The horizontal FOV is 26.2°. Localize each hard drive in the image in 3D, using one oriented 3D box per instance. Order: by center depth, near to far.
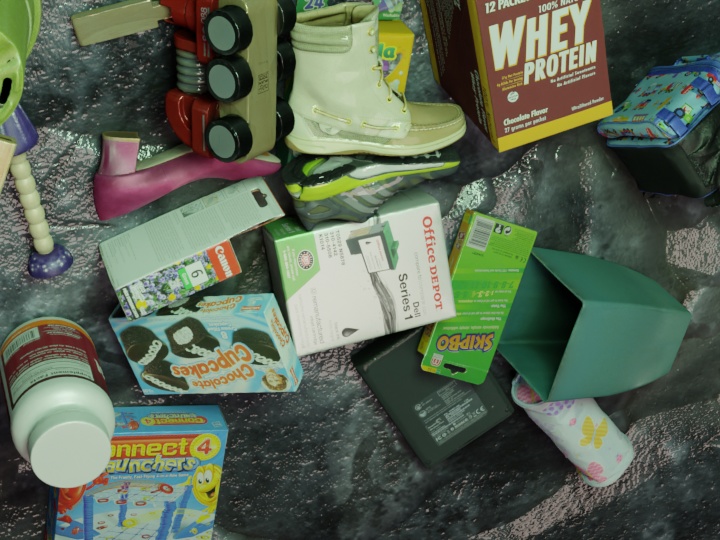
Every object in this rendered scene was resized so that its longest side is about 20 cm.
[{"bbox_3d":[0.093,0.144,1.944,0.139,0.033,0.200,-33,124,0],"label":"hard drive"}]

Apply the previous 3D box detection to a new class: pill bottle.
[{"bbox_3d":[-0.330,0.145,1.687,0.112,0.200,0.114,-9,122,-15],"label":"pill bottle"}]

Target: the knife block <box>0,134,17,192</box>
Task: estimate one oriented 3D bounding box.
[{"bbox_3d":[-0.416,-0.031,1.561,0.064,0.176,0.200,14,152,-27],"label":"knife block"}]

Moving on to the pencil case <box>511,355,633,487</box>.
[{"bbox_3d":[0.276,0.196,2.010,0.083,0.091,0.200,-49,125,-10],"label":"pencil case"}]

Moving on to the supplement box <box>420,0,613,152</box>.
[{"bbox_3d":[0.156,-0.268,1.630,0.132,0.200,0.198,-19,123,-9],"label":"supplement box"}]

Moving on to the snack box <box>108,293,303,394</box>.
[{"bbox_3d":[-0.173,0.085,1.747,0.199,0.037,0.117,-3,127,23],"label":"snack box"}]

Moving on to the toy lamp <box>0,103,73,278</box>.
[{"bbox_3d":[-0.352,-0.087,1.634,0.058,0.058,0.201,-19,124,-9],"label":"toy lamp"}]

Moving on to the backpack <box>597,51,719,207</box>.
[{"bbox_3d":[0.401,-0.184,1.788,0.200,0.182,0.135,-43,108,-10],"label":"backpack"}]

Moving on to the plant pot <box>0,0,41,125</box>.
[{"bbox_3d":[-0.392,-0.215,1.466,0.199,0.190,0.201,-9,121,-14],"label":"plant pot"}]

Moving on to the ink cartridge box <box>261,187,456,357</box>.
[{"bbox_3d":[0.000,0.000,1.778,0.199,0.084,0.147,-14,107,-11],"label":"ink cartridge box"}]

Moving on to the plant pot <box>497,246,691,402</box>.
[{"bbox_3d":[0.297,0.066,1.917,0.199,0.141,0.142,2,118,-29],"label":"plant pot"}]

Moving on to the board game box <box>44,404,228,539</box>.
[{"bbox_3d":[-0.271,0.260,1.862,0.199,0.056,0.197,0,119,-20],"label":"board game box"}]

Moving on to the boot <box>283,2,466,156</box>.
[{"bbox_3d":[0.019,-0.203,1.630,0.199,0.072,0.155,-3,120,-10],"label":"boot"}]

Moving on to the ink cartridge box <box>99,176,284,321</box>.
[{"bbox_3d":[-0.180,-0.027,1.699,0.199,0.109,0.051,-24,124,-6],"label":"ink cartridge box"}]

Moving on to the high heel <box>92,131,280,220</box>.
[{"bbox_3d":[-0.188,-0.094,1.677,0.199,0.067,0.096,3,108,-16],"label":"high heel"}]

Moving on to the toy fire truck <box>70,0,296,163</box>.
[{"bbox_3d":[-0.182,-0.214,1.594,0.128,0.199,0.177,-31,132,-47],"label":"toy fire truck"}]

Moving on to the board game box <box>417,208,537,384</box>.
[{"bbox_3d":[0.139,0.034,1.873,0.095,0.030,0.201,16,94,-27],"label":"board game box"}]

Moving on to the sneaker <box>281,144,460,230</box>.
[{"bbox_3d":[0.013,-0.100,1.701,0.199,0.074,0.081,-12,134,-7],"label":"sneaker"}]

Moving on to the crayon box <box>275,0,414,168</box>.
[{"bbox_3d":[-0.016,-0.205,1.693,0.125,0.052,0.201,-1,118,-20],"label":"crayon box"}]
